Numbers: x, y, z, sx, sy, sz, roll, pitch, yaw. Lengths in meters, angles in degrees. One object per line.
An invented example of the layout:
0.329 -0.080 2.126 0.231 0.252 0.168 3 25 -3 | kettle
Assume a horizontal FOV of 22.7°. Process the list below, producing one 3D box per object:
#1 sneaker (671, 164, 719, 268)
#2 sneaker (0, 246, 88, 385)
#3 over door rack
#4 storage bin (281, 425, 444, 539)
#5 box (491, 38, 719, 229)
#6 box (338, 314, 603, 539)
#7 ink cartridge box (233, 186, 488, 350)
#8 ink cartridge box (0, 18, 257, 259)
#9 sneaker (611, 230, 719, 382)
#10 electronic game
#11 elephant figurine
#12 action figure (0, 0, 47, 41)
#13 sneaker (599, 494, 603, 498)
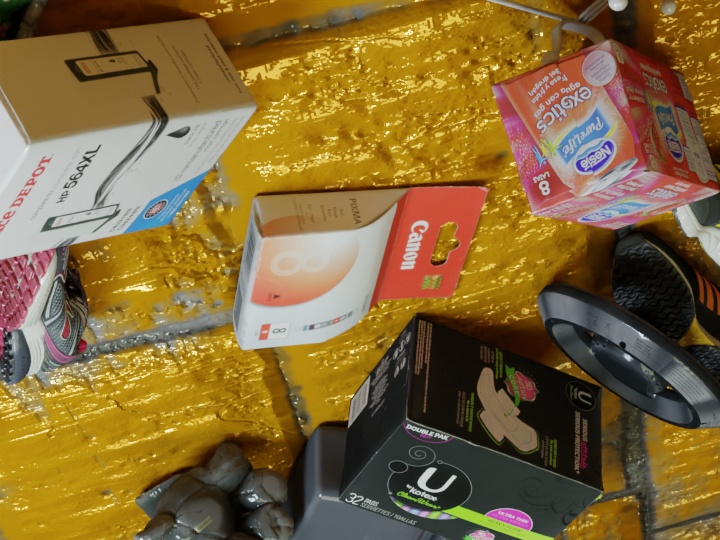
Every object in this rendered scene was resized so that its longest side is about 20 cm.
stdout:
0.302 -0.068 1.492 0.084 0.075 0.200 -32 151 16 | sneaker
-0.249 0.014 1.403 0.074 0.081 0.200 -16 156 -23 | sneaker
0.150 -0.212 1.224 0.199 0.067 0.148 18 134 -38 | over door rack
-0.002 0.243 1.768 0.133 0.146 0.201 9 141 -14 | storage bin
0.183 -0.094 1.306 0.095 0.100 0.200 -20 170 23 | box
0.102 0.158 1.639 0.199 0.125 0.149 21 136 -15 | box
0.000 0.000 1.489 0.198 0.050 0.163 -2 144 -12 | ink cartridge box
-0.192 -0.086 1.204 0.199 0.085 0.146 -16 157 -46 | ink cartridge box
0.289 0.028 1.621 0.070 0.090 0.200 -25 119 30 | sneaker
0.241 0.076 1.583 0.042 0.199 0.200 -53 145 -11 | electronic game
-0.156 0.263 1.752 0.155 0.142 0.200 32 148 -12 | elephant figurine
-0.255 -0.151 1.182 0.117 0.055 0.200 11 135 -27 | action figure
0.188 0.199 1.817 0.083 0.074 0.200 -26 145 11 | sneaker
